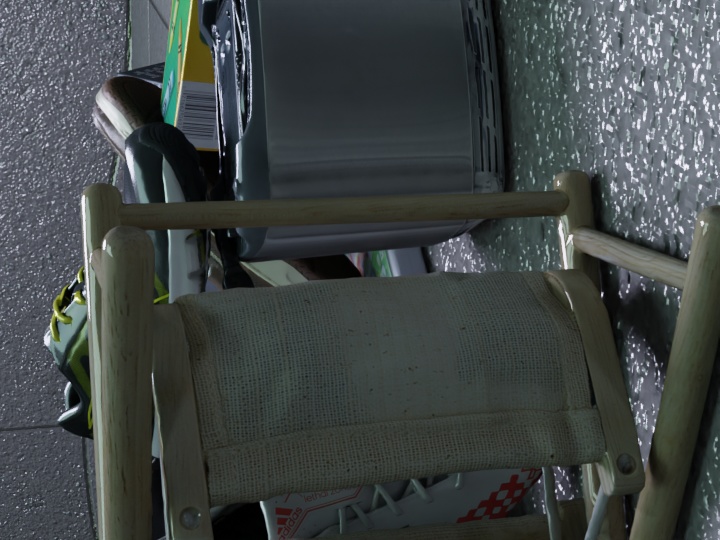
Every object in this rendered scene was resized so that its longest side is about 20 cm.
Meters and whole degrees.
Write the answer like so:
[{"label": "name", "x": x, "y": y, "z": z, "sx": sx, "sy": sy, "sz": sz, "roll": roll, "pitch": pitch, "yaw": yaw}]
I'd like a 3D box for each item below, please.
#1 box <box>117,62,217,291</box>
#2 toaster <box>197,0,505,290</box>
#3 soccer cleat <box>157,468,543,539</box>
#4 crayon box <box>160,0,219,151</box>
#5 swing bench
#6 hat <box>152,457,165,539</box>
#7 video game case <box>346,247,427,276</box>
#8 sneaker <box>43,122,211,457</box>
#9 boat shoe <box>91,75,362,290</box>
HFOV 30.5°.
[{"label": "box", "x": -0.101, "y": -0.057, "z": 0.927, "sx": 0.200, "sy": 0.043, "sz": 0.161, "roll": 23, "pitch": 127, "yaw": 57}, {"label": "toaster", "x": -0.007, "y": -0.083, "z": 0.634, "sx": 0.114, "sy": 0.128, "sz": 0.201, "roll": 140, "pitch": 126, "yaw": -74}, {"label": "soccer cleat", "x": -0.004, "y": 0.094, "z": 0.547, "sx": 0.069, "sy": 0.199, "sz": 0.085, "roll": 65, "pitch": -169, "yaw": 26}, {"label": "crayon box", "x": -0.038, "y": -0.163, "z": 0.724, "sx": 0.058, "sy": 0.118, "sz": 0.201, "roll": -117, "pitch": 34, "yaw": -57}, {"label": "swing bench", "x": 0.009, "y": 0.073, "z": 0.456, "sx": 0.130, "sy": 0.198, "sz": 0.201, "roll": -145, "pitch": 54, "yaw": -73}, {"label": "hat", "x": -0.077, "y": 0.135, "z": 0.870, "sx": 0.081, "sy": 0.200, "sz": 0.201, "roll": 58, "pitch": -173, "yaw": -39}, {"label": "video game case", "x": 0.000, "y": 0.000, "z": 0.844, "sx": 0.182, "sy": 0.022, "sz": 0.201, "roll": 103, "pitch": 159, "yaw": -49}, {"label": "sneaker", "x": -0.120, "y": 0.019, "z": 0.670, "sx": 0.075, "sy": 0.084, "sz": 0.201, "roll": -96, "pitch": 10, "yaw": -58}, {"label": "boat shoe", "x": -0.094, "y": -0.027, "z": 0.791, "sx": 0.075, "sy": 0.202, "sz": 0.075, "roll": -49, "pitch": -9, "yaw": 25}]
